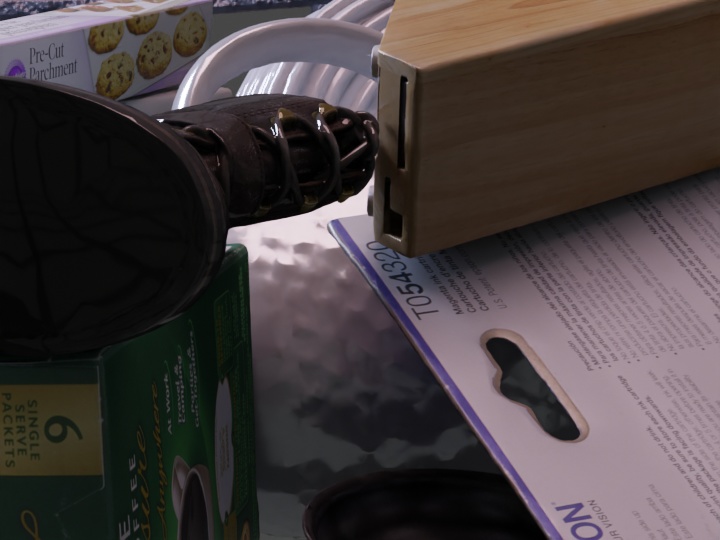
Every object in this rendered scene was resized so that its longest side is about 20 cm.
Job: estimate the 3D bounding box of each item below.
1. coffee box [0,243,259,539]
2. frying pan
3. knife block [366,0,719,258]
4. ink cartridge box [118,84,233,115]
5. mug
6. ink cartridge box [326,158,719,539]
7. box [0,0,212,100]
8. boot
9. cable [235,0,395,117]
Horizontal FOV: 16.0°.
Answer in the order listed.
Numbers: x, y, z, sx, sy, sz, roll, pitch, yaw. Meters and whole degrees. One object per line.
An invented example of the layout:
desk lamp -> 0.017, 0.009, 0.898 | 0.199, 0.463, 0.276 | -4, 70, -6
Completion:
coffee box -> -0.068, 0.064, 0.737 | 0.044, 0.123, 0.200 | 0, 10, 8
frying pan -> 0.074, 0.096, 0.777 | 0.190, 0.031, 0.115 | 12, 17, 13
knife block -> 0.099, -0.067, 0.840 | 0.175, 0.064, 0.200 | 3, 24, 6
ink cartridge box -> -0.153, -0.007, 1.178 | 0.083, 0.145, 0.200 | 8, 14, 41
mug -> 0.000, 0.000, 0.916 | 0.175, 0.200, 0.148 | -10, -20, -23
ink cartridge box -> 0.115, 0.037, 0.779 | 0.200, 0.043, 0.196 | -10, 38, -21
box -> -0.127, -0.095, 1.147 | 0.039, 0.041, 0.200 | 8, 13, 22
boot -> -0.058, -0.027, 0.710 | 0.200, 0.069, 0.174 | 1, 10, 45
cable -> 0.037, -0.026, 1.069 | 0.200, 0.200, 0.069 | -51, 8, -25
